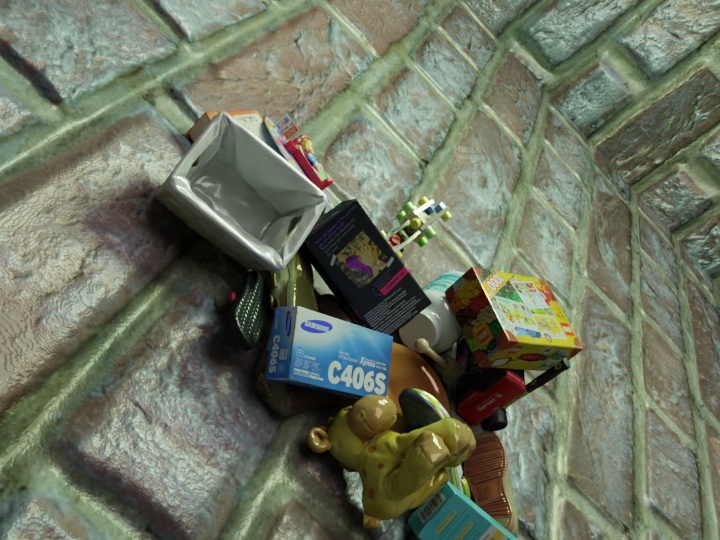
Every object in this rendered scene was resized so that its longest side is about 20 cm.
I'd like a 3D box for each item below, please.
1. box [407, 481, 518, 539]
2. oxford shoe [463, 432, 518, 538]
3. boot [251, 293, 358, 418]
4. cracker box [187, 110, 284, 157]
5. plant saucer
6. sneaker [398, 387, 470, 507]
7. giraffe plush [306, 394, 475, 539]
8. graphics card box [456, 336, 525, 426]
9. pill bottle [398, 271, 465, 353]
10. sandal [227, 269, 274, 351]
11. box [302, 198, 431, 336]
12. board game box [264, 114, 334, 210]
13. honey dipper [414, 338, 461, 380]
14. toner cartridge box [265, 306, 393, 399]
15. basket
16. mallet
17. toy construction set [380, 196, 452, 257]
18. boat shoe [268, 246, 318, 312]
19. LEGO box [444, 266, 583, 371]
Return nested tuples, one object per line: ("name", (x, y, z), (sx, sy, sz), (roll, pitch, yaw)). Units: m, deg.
("box", (0.166, 0.387, 1.166), (0.200, 0.082, 0.049), (42, -1, -17))
("oxford shoe", (0.209, 0.348, 1.314), (0.200, 0.071, 0.074), (-86, 154, -49))
("boot", (-0.081, 0.114, 1.175), (0.200, 0.064, 0.187), (1, 54, -47))
("cracker box", (-0.172, -0.163, 1.343), (0.200, 0.058, 0.134), (56, 31, 10))
("plant saucer", (0.073, 0.193, 1.310), (0.200, 0.037, 0.200), (34, 34, -27))
("sneaker", (0.095, 0.267, 1.195), (0.081, 0.074, 0.200), (-16, 85, -41))
("giraffe plush", (0.029, 0.236, 1.103), (0.162, 0.200, 0.173), (45, 4, 23))
("graphics card box", (0.227, 0.159, 1.458), (0.051, 0.125, 0.200), (34, 35, -17))
("pill bottle", (0.138, 0.076, 1.445), (0.111, 0.111, 0.200), (54, 30, 4))
("sandal", (-0.157, 0.055, 1.130), (0.075, 0.045, 0.200), (61, 13, -13))
("box", (0.000, 0.000, 1.284), (0.200, 0.106, 0.122), (54, -8, -8))
("board game box", (-0.088, -0.190, 1.426), (0.200, 0.039, 0.158), (46, 12, -43))
("honey dipper", (0.125, 0.141, 1.357), (0.038, 0.038, 0.200), (68, 10, 26))
("toner cartridge box", (-0.036, 0.115, 1.114), (0.200, 0.043, 0.095), (21, 69, -47))
("basket", (-0.173, -0.103, 1.172), (0.200, 0.123, 0.136), (40, 70, -20))
("mallet", (0.277, 0.197, 1.417), (0.041, 0.200, 0.066), (18, 39, -32))
("toy construction set", (0.053, -0.055, 1.430), (0.200, 0.131, 0.092), (-20, 78, -30))
("boat shoe", (-0.105, 0.032, 1.186), (0.201, 0.063, 0.073), (-99, 162, -53))
("LEGO box", (0.255, 0.084, 1.386), (0.200, 0.077, 0.149), (8, 47, -41))
